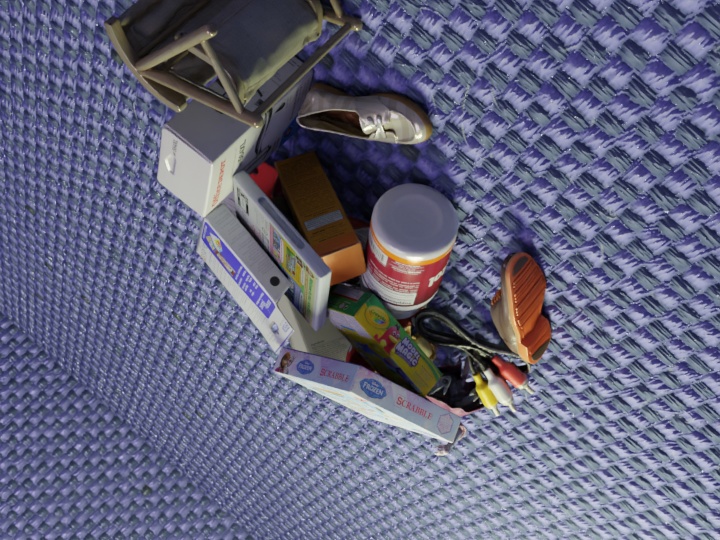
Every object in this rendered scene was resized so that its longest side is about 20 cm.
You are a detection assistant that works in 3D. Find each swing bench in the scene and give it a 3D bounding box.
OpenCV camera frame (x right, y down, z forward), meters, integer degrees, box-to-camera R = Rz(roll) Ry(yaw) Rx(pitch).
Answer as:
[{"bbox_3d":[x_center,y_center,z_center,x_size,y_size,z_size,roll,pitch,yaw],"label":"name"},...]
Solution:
[{"bbox_3d":[-0.145,-0.281,1.201,0.199,0.199,0.130,15,143,42],"label":"swing bench"}]

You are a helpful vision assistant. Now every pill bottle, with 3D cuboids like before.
[{"bbox_3d":[0.060,-0.018,1.407,0.113,0.113,0.200,35,153,13],"label":"pill bottle"}]

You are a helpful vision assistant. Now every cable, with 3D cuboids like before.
[{"bbox_3d":[0.166,0.119,1.479,0.097,0.050,0.200,-38,110,25],"label":"cable"}]

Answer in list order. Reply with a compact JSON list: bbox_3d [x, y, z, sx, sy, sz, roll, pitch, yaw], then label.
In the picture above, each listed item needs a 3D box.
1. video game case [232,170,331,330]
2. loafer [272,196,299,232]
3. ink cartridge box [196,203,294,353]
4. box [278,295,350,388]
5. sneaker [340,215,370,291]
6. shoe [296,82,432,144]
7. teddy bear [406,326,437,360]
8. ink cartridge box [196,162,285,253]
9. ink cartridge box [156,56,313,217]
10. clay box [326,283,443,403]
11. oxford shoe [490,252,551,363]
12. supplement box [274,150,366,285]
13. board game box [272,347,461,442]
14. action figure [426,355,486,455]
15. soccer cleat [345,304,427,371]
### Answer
[{"bbox_3d":[-0.106,-0.022,1.412,0.182,0.022,0.200,49,162,15],"label":"video game case"},{"bbox_3d":[-0.090,-0.031,1.553,0.075,0.070,0.200,-8,136,13],"label":"loafer"},{"bbox_3d":[-0.155,0.016,1.500,0.200,0.043,0.198,53,163,3],"label":"ink cartridge box"},{"bbox_3d":[-0.077,0.080,1.676,0.201,0.082,0.068,70,156,11],"label":"box"},{"bbox_3d":[0.000,0.000,1.544,0.078,0.082,0.200,27,149,26],"label":"sneaker"},{"bbox_3d":[0.002,-0.185,1.305,0.199,0.053,0.070,19,145,38],"label":"shoe"},{"bbox_3d":[0.069,0.144,1.698,0.144,0.067,0.201,18,139,22],"label":"teddy bear"},{"bbox_3d":[-0.171,-0.094,1.598,0.116,0.067,0.201,31,121,21],"label":"ink cartridge box"},{"bbox_3d":[-0.163,-0.184,1.362,0.084,0.200,0.146,39,153,7],"label":"ink cartridge box"},{"bbox_3d":[0.033,0.105,1.482,0.200,0.048,0.115,49,163,-28],"label":"clay box"},{"bbox_3d":[0.196,0.044,1.367,0.073,0.071,0.200,29,151,34],"label":"oxford shoe"},{"bbox_3d":[-0.056,-0.074,1.428,0.067,0.069,0.200,77,169,-49],"label":"supplement box"},{"bbox_3d":[0.008,0.175,1.488,0.199,0.041,0.200,31,166,-34],"label":"board game box"},{"bbox_3d":[0.124,0.192,1.619,0.134,0.149,0.200,42,161,10],"label":"action figure"},{"bbox_3d":[0.039,0.075,1.582,0.068,0.085,0.200,26,120,-14],"label":"soccer cleat"}]
